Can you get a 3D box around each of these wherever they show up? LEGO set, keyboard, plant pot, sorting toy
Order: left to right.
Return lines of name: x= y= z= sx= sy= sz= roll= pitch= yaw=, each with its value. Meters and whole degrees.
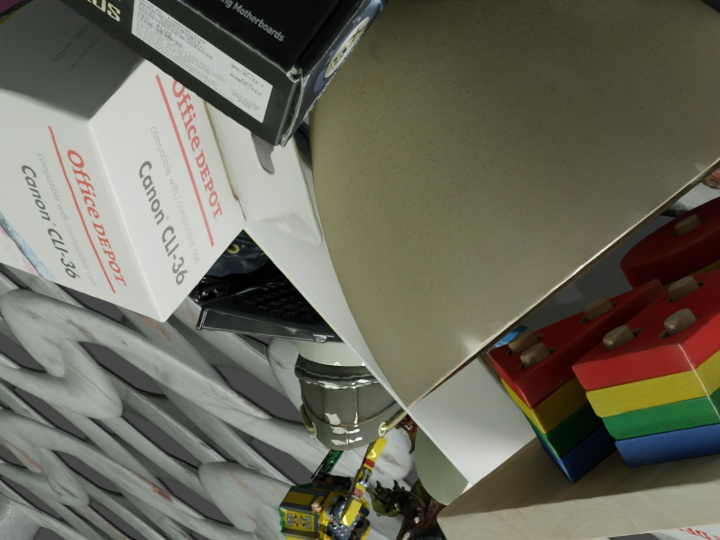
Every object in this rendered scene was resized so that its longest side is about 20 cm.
keyboard: x=-0.022 y=0.008 z=1.437 sx=0.127 sy=0.021 sz=0.200 roll=5 pitch=-170 yaw=28
LEGO set: x=0.062 y=0.122 z=1.594 sx=0.116 sy=0.200 sz=0.154 roll=3 pitch=133 yaw=48
plant pot: x=0.057 y=-0.059 z=1.100 sx=0.134 sy=0.200 sz=0.200 roll=52 pitch=164 yaw=3
sorting toy: x=0.141 y=0.026 z=1.116 sx=0.199 sy=0.200 sz=0.070 roll=-16 pitch=106 yaw=58

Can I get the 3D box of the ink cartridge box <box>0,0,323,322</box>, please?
ink cartridge box: x=-0.121 y=-0.054 z=1.117 sx=0.200 sy=0.068 sz=0.117 roll=18 pitch=144 yaw=31

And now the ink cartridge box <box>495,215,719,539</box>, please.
ink cartridge box: x=0.156 y=0.059 z=1.394 sx=0.200 sy=0.086 sz=0.146 roll=43 pitch=163 yaw=-31

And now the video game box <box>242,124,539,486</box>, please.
video game box: x=0.000 y=0.000 z=1.256 sx=0.200 sy=0.047 sz=0.182 roll=48 pitch=-174 yaw=-14

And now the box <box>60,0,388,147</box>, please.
box: x=-0.062 y=-0.172 z=1.015 sx=0.200 sy=0.164 sz=0.086 roll=35 pitch=164 yaw=3

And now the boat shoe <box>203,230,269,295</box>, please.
boat shoe: x=-0.104 y=-0.035 z=1.488 sx=0.200 sy=0.071 sz=0.091 roll=11 pitch=134 yaw=-34

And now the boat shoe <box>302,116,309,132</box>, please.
boat shoe: x=0.027 y=-0.084 z=1.267 sx=0.074 sy=0.068 sz=0.199 roll=43 pitch=162 yaw=-28

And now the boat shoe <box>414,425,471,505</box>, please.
boat shoe: x=0.069 y=0.067 z=1.491 sx=0.063 sy=0.071 sz=0.200 roll=29 pitch=-156 yaw=-17

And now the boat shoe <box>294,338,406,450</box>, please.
boat shoe: x=0.002 y=0.045 z=1.460 sx=0.072 sy=0.060 sz=0.202 roll=2 pitch=-170 yaw=8
